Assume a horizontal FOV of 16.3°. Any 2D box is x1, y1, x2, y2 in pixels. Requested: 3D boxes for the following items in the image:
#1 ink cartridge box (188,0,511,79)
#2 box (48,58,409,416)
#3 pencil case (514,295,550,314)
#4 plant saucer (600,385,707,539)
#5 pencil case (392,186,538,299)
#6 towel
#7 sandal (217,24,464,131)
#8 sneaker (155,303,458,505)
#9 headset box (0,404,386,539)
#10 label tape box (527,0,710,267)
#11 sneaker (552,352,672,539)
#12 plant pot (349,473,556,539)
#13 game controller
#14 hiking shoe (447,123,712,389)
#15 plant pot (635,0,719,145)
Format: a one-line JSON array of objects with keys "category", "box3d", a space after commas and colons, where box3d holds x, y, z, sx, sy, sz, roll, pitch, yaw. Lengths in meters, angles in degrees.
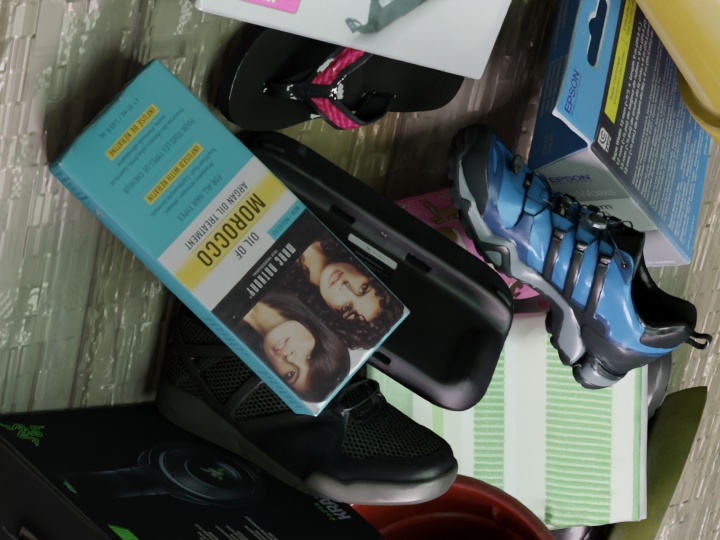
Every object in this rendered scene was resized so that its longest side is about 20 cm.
[{"category": "ink cartridge box", "box3d": [0.012, -0.212, 1.403, 0.199, 0.044, 0.175, 11, 110, -33]}, {"category": "box", "box3d": [-0.073, -0.017, 1.389, 0.200, 0.049, 0.082, 44, 80, -9]}, {"category": "pencil case", "box3d": [0.112, 0.067, 1.691, 0.091, 0.083, 0.200, 40, 86, -28]}, {"category": "plant saucer", "box3d": [0.199, 0.171, 1.821, 0.200, 0.031, 0.201, 23, 90, -86]}, {"category": "pencil case", "box3d": [0.037, -0.006, 1.570, 0.199, 0.083, 0.087, -15, 141, -38]}, {"category": "towel", "box3d": [0.095, 0.101, 1.636, 0.198, 0.023, 0.154, -4, 103, -18]}, {"category": "sandal", "box3d": [0.001, -0.117, 1.487, 0.199, 0.045, 0.076, -8, 121, -42]}, {"category": "sneaker", "box3d": [-0.030, 0.061, 1.462, 0.076, 0.199, 0.115, -27, 134, -50]}, {"category": "headset box", "box3d": [-0.120, 0.159, 1.454, 0.199, 0.174, 0.093, -1, 118, -43]}, {"category": "label tape box", "box3d": [0.155, -0.109, 1.587, 0.200, 0.066, 0.144, 41, 54, -48]}, {"category": "sneaker", "box3d": [0.149, 0.121, 1.792, 0.079, 0.075, 0.201, 12, 111, -23]}, {"category": "plant pot", "box3d": [0.062, 0.251, 1.583, 0.201, 0.200, 0.195, -50, 154, -6]}, {"category": "game controller", "box3d": [0.000, 0.000, 1.468, 0.042, 0.199, 0.105, -42, -161, 56]}, {"category": "hiking shoe", "box3d": [0.130, -0.020, 1.528, 0.200, 0.086, 0.075, 50, 33, -26]}, {"category": "plant pot", "box3d": [0.252, -0.182, 1.524, 0.189, 0.201, 0.201, 37, 88, -34]}]
